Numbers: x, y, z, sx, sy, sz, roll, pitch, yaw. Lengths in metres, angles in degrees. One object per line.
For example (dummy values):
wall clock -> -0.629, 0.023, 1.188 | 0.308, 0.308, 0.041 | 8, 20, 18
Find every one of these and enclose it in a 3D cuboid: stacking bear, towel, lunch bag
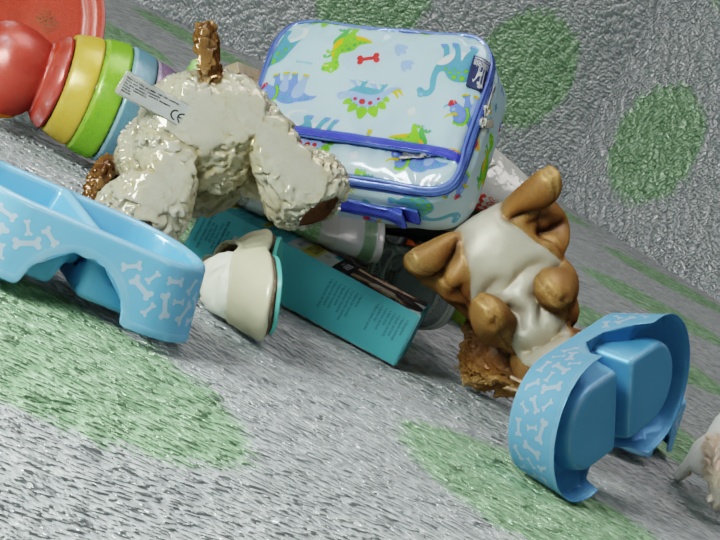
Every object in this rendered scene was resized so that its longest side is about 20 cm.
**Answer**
stacking bear -> -0.246, -0.153, 1.799 | 0.200, 0.114, 0.121 | 20, 10, -18
stacking bear -> -0.321, -0.222, 1.936 | 0.114, 0.121, 0.200 | 64, -23, -9
towel -> -0.065, -0.096, 1.754 | 0.200, 0.031, 0.149 | 25, 38, -18
lunch bag -> 0.011, -0.118, 1.669 | 0.200, 0.161, 0.082 | 11, -26, 19

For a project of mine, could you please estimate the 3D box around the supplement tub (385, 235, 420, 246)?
supplement tub -> -0.032, -0.072, 1.974 | 0.200, 0.123, 0.123 | 27, 8, -10

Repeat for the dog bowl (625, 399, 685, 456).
dog bowl -> 0.237, 0.118, 1.879 | 0.111, 0.050, 0.200 | 31, 8, 19

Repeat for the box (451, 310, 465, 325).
box -> 0.061, -0.038, 2.091 | 0.048, 0.122, 0.200 | -24, 39, -28

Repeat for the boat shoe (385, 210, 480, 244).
boat shoe -> 0.050, -0.045, 1.833 | 0.200, 0.072, 0.068 | 12, -37, 21

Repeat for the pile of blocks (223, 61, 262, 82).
pile of blocks -> -0.180, -0.140, 1.943 | 0.200, 0.062, 0.082 | -12, -13, 4

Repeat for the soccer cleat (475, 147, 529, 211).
soccer cleat -> 0.065, -0.116, 1.764 | 0.200, 0.085, 0.069 | 31, 45, 11

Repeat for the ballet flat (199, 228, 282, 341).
ballet flat -> -0.090, 0.009, 1.519 | 0.069, 0.069, 0.200 | 27, 6, -5

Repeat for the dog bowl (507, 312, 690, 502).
dog bowl -> 0.179, 0.096, 1.545 | 0.050, 0.112, 0.200 | 15, 27, 33

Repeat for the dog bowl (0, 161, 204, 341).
dog bowl -> -0.188, -0.018, 1.311 | 0.200, 0.050, 0.111 | 23, 9, -27

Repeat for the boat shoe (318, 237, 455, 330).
boat shoe -> 0.000, -0.002, 1.837 | 0.202, 0.074, 0.065 | 29, 13, 36

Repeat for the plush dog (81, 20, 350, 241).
plush dog -> -0.128, -0.092, 1.551 | 0.200, 0.161, 0.172 | -11, -4, -21

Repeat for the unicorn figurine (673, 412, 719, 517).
unicorn figurine -> 0.323, 0.153, 1.780 | 0.074, 0.200, 0.137 | 24, -20, 8

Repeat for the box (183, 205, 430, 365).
box -> -0.043, 0.006, 1.699 | 0.200, 0.049, 0.082 | 28, 8, 4

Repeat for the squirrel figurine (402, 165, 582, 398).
squirrel figurine -> 0.139, 0.044, 1.669 | 0.187, 0.141, 0.200 | 58, -6, 9
